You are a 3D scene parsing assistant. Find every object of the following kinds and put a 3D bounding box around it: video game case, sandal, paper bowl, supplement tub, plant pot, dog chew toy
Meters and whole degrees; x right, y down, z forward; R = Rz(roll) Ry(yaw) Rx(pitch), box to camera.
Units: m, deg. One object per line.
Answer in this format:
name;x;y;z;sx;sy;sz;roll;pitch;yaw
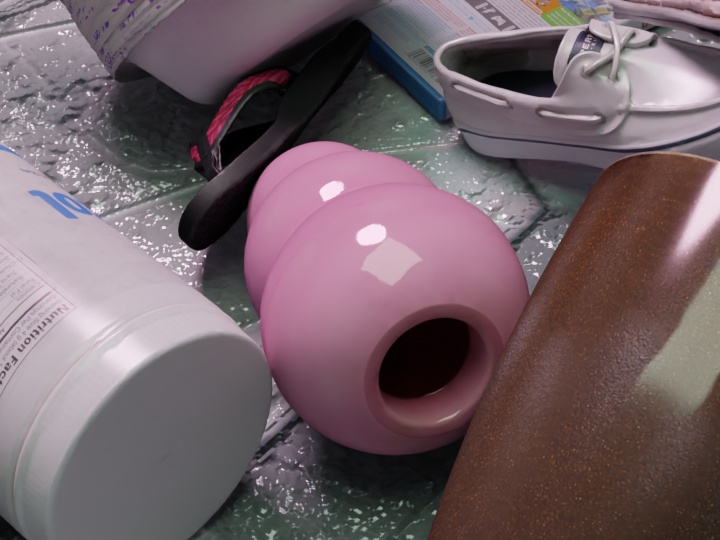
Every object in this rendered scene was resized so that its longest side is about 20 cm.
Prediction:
video game case;0.093;-0.170;1.048;0.200;0.018;0.143;-25;49;-20
sandal;-0.055;-0.080;0.925;0.045;0.075;0.200;36;44;-2
paper bowl;-0.059;-0.168;0.947;0.200;0.201;0.105;-34;92;-27
supplement tub;-0.151;0.032;0.783;0.200;0.132;0.132;35;56;31
plant pot;0.116;0.088;0.698;0.187;0.187;0.200;29;68;28
dog chew toy;0.000;0.000;0.816;0.124;0.125;0.200;-17;31;-13

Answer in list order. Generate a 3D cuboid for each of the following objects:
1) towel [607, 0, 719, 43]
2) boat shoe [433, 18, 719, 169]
towel;0.249;-0.127;0.867;0.190;0.032;0.200;0;13;-19
boat shoe;0.123;-0.096;0.891;0.200;0.065;0.074;-1;50;37
